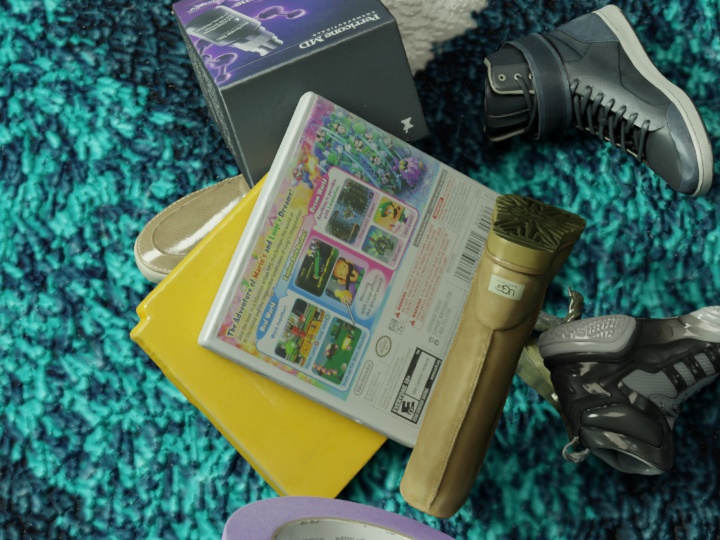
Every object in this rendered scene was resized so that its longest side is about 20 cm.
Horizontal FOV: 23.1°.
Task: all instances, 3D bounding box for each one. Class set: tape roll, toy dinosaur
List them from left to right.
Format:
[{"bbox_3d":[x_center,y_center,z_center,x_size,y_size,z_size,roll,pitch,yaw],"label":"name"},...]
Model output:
[{"bbox_3d":[0.000,0.220,1.149,0.198,0.200,0.066,20,104,17],"label":"tape roll"},{"bbox_3d":[0.120,0.038,1.325,0.088,0.047,0.200,-46,65,-3],"label":"toy dinosaur"}]

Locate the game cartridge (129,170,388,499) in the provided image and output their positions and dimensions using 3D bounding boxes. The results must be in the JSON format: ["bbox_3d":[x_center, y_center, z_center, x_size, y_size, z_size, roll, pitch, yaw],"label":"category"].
[{"bbox_3d":[-0.047,0.050,1.284,0.200,0.032,0.176,48,71,-9],"label":"game cartridge"}]

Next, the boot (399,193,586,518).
[{"bbox_3d":[0.090,0.055,1.257,0.066,0.175,0.202,22,108,13],"label":"boot"}]

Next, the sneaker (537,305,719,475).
[{"bbox_3d":[0.225,0.088,1.269,0.197,0.075,0.115,-3,82,-17],"label":"sneaker"}]

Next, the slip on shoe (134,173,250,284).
[{"bbox_3d":[-0.087,-0.051,1.392,0.198,0.061,0.077,-17,59,-3],"label":"slip on shoe"}]

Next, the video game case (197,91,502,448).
[{"bbox_3d":[0.000,0.000,1.278,0.181,0.024,0.202,27,77,-16],"label":"video game case"}]

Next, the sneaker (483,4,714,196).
[{"bbox_3d":[0.176,-0.116,1.379,0.145,0.077,0.203,-17,49,-16],"label":"sneaker"}]

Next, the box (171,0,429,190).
[{"bbox_3d":[-0.050,-0.158,1.381,0.147,0.105,0.200,-23,31,-7],"label":"box"}]
